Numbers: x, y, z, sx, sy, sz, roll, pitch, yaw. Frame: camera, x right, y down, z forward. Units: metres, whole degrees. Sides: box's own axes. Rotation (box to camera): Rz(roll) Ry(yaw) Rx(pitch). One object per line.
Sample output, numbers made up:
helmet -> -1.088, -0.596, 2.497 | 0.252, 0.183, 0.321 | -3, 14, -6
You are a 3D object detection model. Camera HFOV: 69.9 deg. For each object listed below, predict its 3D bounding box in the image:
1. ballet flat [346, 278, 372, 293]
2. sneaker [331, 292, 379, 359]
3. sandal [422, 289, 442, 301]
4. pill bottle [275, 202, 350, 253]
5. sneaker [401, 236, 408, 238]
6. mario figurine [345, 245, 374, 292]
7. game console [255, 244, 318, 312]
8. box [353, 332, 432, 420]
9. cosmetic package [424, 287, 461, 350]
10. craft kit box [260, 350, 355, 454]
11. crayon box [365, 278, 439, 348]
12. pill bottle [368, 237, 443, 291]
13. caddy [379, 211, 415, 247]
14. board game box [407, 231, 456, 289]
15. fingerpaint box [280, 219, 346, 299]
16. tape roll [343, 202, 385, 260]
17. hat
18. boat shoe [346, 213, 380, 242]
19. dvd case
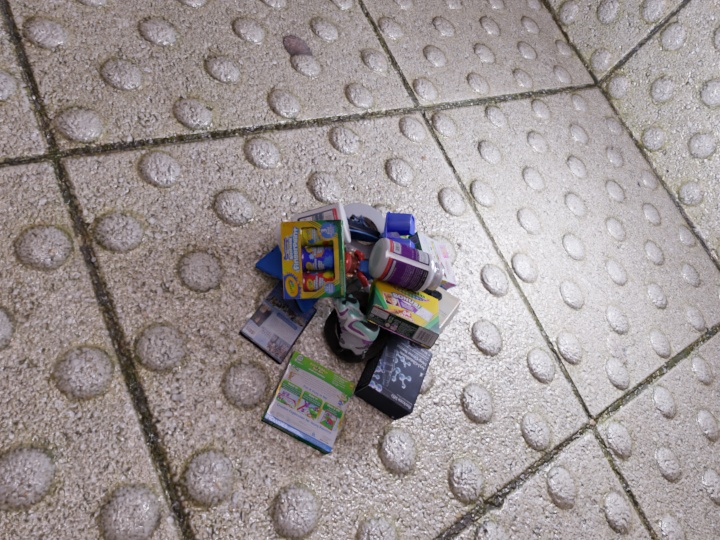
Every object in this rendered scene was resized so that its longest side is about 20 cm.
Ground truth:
ballet flat -> 0.037, 0.029, 1.591 | 0.064, 0.068, 0.199 | 41, 59, 21
sneaker -> -0.040, 0.158, 1.413 | 0.077, 0.142, 0.200 | 2, 33, -38
sandal -> 0.157, 0.046, 1.574 | 0.198, 0.049, 0.075 | 21, 37, 28
pill bottle -> -0.134, -0.111, 1.462 | 0.196, 0.120, 0.122 | -14, 68, 5
sneaker -> 0.144, -0.053, 1.695 | 0.075, 0.085, 0.202 | 4, 43, 7
mario figurine -> 0.000, 0.000, 1.531 | 0.196, 0.108, 0.124 | 13, 25, -13
game console -> -0.180, 0.002, 1.517 | 0.200, 0.117, 0.173 | -46, 120, -41
box -> 0.095, 0.292, 1.467 | 0.147, 0.107, 0.202 | 33, 56, -9
cosmetic package -> 0.217, 0.138, 1.562 | 0.102, 0.074, 0.200 | 29, 39, 17
craft kit box -> -0.134, 0.347, 1.363 | 0.198, 0.049, 0.200 | 31, 58, -10
crayon box -> 0.119, 0.105, 1.416 | 0.197, 0.059, 0.173 | 25, 30, -7
pill bottle -> 0.128, -0.010, 1.435 | 0.197, 0.113, 0.114 | 19, 58, -17
caddy -> 0.108, -0.102, 1.553 | 0.103, 0.200, 0.145 | 0, 88, 10
board game box -> 0.238, -0.029, 1.688 | 0.199, 0.040, 0.156 | 18, 53, -52
fingerpaint box -> -0.123, -0.030, 1.366 | 0.163, 0.073, 0.205 | -2, 92, 2
tape roll -> 0.000, -0.113, 1.649 | 0.197, 0.066, 0.204 | 12, 60, -21
hat -> -0.003, 0.165, 1.484 | 0.196, 0.081, 0.205 | -2, 78, 7
boat shoe -> -0.027, -0.143, 1.559 | 0.197, 0.084, 0.070 | 19, 70, -20
dvd case -> -0.225, 0.141, 1.435 | 0.142, 0.018, 0.201 | 38, 54, -6
